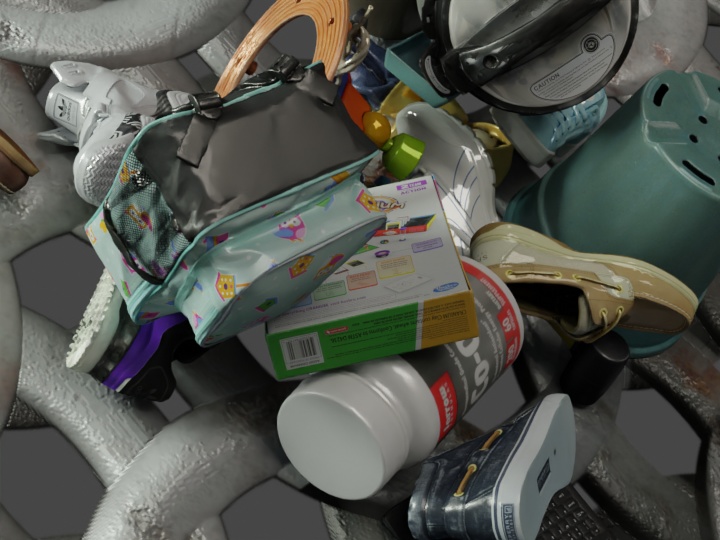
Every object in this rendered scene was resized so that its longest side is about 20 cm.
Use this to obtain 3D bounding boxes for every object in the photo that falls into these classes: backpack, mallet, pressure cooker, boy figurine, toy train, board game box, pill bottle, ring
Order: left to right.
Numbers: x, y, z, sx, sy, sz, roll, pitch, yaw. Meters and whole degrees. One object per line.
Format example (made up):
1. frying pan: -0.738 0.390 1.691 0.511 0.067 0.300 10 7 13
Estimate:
1. backpack: -0.091 -0.037 1.167 0.176 0.200 0.154 -30 91 -34
2. ring: -0.069 -0.145 1.355 0.019 0.200 0.201 28 45 -27
3. board game box: 0.000 0.000 1.284 0.153 0.040 0.200 -12 29 1
4. toy train: 0.005 -0.117 1.373 0.116 0.200 0.085 30 43 -13
5. pill bottle: 0.032 0.081 1.290 0.114 0.114 0.200 42 46 6
6. boy figurine: 0.050 -0.145 1.513 0.200 0.064 0.124 40 36 6
7. pressure cooker: 0.136 -0.221 1.395 0.178 0.176 0.200 11 17 -9
8. mallet: 0.150 0.033 1.458 0.041 0.066 0.200 -17 51 -40

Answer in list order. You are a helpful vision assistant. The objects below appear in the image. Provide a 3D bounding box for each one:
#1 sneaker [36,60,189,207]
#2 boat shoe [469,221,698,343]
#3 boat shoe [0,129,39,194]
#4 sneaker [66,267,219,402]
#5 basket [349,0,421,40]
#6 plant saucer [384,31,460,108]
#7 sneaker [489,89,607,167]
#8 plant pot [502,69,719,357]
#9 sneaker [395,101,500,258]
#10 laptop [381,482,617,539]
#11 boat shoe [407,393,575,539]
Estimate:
1. sneaker: -0.204 -0.105 1.297 0.115 0.075 0.200 18 21 9
2. boat shoe: 0.181 0.024 1.380 0.199 0.074 0.067 15 54 -8
3. boat shoe: -0.336 -0.118 1.273 0.200 0.070 0.070 39 83 7
4. sneaker: -0.145 0.020 1.275 0.099 0.070 0.200 32 49 -14
5. basket: 0.050 -0.323 1.554 0.180 0.200 0.136 10 47 -23
6. plant saucer: 0.068 -0.181 1.494 0.070 0.019 0.200 40 21 2
7. sneaker: 0.177 -0.148 1.523 0.074 0.082 0.200 48 19 5
8. plant pot: 0.259 -0.059 1.476 0.200 0.196 0.201 16 49 -20
9. sneaker: 0.073 -0.048 1.423 0.087 0.074 0.200 -19 83 -30
10. laptop: 0.152 0.206 1.270 0.177 0.103 0.200 -26 71 -42
11. boat shoe: 0.103 0.146 1.280 0.200 0.091 0.071 -41 125 -63
